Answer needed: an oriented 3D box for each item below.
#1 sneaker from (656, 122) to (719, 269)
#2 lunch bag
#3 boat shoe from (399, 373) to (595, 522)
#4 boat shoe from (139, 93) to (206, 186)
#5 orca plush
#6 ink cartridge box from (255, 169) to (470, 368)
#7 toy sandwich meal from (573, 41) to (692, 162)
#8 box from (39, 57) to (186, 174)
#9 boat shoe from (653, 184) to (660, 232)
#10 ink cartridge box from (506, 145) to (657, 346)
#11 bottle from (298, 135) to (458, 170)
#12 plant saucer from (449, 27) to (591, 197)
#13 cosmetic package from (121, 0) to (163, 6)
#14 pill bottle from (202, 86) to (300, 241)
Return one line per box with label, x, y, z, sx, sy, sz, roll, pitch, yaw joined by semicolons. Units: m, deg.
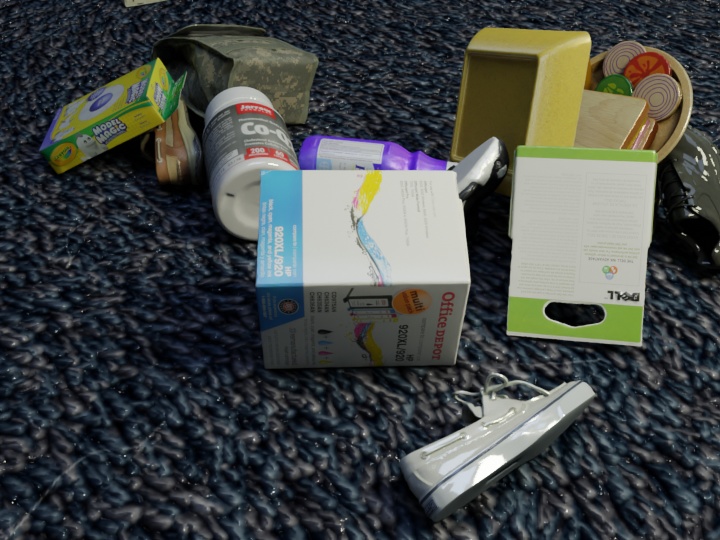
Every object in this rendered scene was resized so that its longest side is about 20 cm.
sneaker;0.385;-0.090;1.010;0.090;0.076;0.201;-17;68;-31
lunch bag;-0.187;-0.291;1.253;0.199;0.119;0.163;32;29;35
boat shoe;0.116;0.135;0.773;0.201;0.075;0.086;-29;64;-23
boat shoe;-0.263;-0.181;1.169;0.073;0.076;0.201;-14;40;-14
orca plush;0.111;-0.058;1.005;0.201;0.071;0.105;-51;17;-12
ink cartridge box;0.000;0.000;0.867;0.197;0.148;0.146;-1;52;-3
toy sandwich meal;0.293;-0.189;1.034;0.203;0.070;0.207;-16;61;31
box;-0.327;-0.213;1.164;0.198;0.049;0.118;-22;37;12
boat shoe;0.353;-0.114;1.097;0.075;0.072;0.201;9;39;9
ink cartridge box;0.234;-0.028;0.936;0.146;0.203;0.076;4;1;13
bottle;0.023;-0.121;1.090;0.197;0.084;0.066;7;45;6
plant saucer;0.176;-0.190;1.046;0.048;0.202;0.199;-1;15;-32
cosmetic package;-0.437;-0.585;1.675;0.103;0.074;0.200;-18;43;-22
pill bottle;-0.138;-0.140;1.080;0.113;0.115;0.201;-8;42;-11
